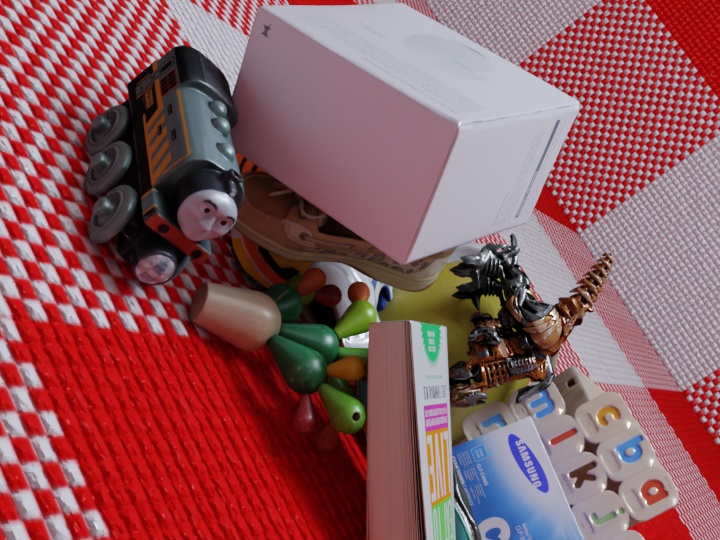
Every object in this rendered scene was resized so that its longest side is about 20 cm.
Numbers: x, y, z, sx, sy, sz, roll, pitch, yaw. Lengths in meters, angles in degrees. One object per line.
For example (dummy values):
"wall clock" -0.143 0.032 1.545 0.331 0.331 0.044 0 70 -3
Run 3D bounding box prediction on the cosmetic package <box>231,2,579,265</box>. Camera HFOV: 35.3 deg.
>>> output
"cosmetic package" 0.033 -0.119 0.914 0.199 0.124 0.199 35 28 26

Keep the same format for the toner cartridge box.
"toner cartridge box" 0.145 0.238 0.985 0.043 0.094 0.201 66 3 -62

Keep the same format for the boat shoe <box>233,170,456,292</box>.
"boat shoe" -0.016 -0.044 0.928 0.198 0.063 0.074 16 51 -18

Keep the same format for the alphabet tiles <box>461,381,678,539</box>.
"alphabet tiles" 0.176 0.201 1.029 0.201 0.194 0.015 62 -1 28

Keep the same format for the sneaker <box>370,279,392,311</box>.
"sneaker" 0.000 0.000 1.174 0.200 0.075 0.089 -36 107 -72

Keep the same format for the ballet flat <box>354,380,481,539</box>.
"ballet flat" 0.048 0.164 0.975 0.068 0.068 0.201 34 35 -72

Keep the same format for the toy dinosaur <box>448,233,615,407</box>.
"toy dinosaur" 0.151 0.048 1.076 0.136 0.199 0.102 54 -28 19

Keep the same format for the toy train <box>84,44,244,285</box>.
"toy train" -0.141 -0.079 0.834 0.085 0.114 0.201 40 22 -38

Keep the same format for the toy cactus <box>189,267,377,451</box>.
"toy cactus" -0.058 0.055 0.882 0.164 0.102 0.201 23 33 -26

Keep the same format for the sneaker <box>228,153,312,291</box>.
"sneaker" -0.082 -0.075 1.026 0.070 0.090 0.201 33 27 -50

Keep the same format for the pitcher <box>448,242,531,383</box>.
"pitcher" 0.159 0.066 1.382 0.200 0.121 0.173 49 16 -59

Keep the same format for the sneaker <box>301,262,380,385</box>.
"sneaker" 0.002 0.078 1.028 0.200 0.074 0.087 50 31 1

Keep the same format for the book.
"book" 0.042 0.142 0.867 0.133 0.048 0.202 14 73 -72

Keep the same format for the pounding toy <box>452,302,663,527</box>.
"pounding toy" 0.200 0.174 1.147 0.200 0.184 0.143 38 22 -42

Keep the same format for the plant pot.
"plant pot" 0.118 0.068 1.206 0.200 0.142 0.200 48 17 -20
